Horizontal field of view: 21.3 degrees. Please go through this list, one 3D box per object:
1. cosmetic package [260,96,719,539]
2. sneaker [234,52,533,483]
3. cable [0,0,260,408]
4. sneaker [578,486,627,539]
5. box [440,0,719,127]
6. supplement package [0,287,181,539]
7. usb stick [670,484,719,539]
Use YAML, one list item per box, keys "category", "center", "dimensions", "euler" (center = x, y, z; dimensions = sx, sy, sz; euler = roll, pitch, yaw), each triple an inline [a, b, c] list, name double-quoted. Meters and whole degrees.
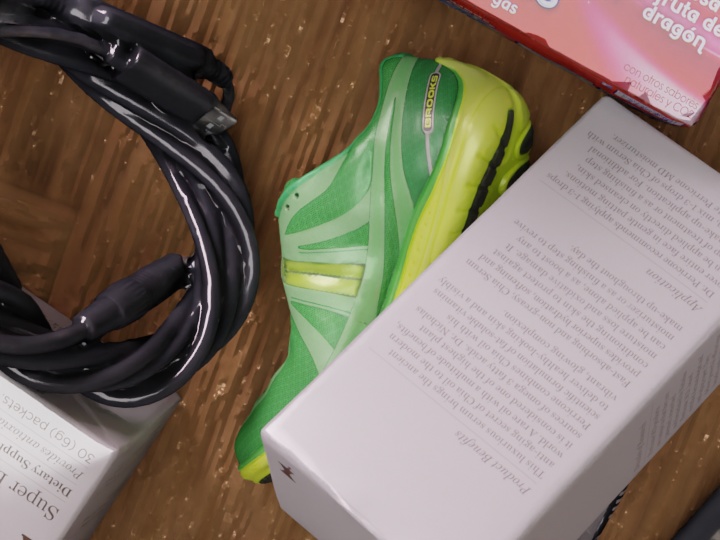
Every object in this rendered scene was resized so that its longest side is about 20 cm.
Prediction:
- category: "cosmetic package"
  center: [0.068, 0.039, 0.737]
  dimensions: [0.101, 0.071, 0.200]
  euler: [39, 70, 23]
- category: "sneaker"
  center: [0.000, 0.000, 0.805]
  dimensions: [0.083, 0.074, 0.200]
  euler: [35, 104, 26]
- category: "cable"
  center: [-0.125, -0.034, 0.747]
  dimensions: [0.051, 0.200, 0.164]
  euler: [-12, 67, 44]
- category: "sneaker"
  center: [0.065, 0.113, 0.781]
  dimensions: [0.075, 0.115, 0.201]
  euler: [21, 99, 3]
- category: "box"
  center: [0.064, -0.143, 0.755]
  dimensions: [0.200, 0.100, 0.096]
  euler: [29, 96, 2]
- category: "supplement package"
  center: [-0.187, 0.111, 0.804]
  dimensions: [0.121, 0.120, 0.200]
  euler: [33, 100, 1]
- category: "usb stick"
  center: [0.146, 0.137, 0.812]
  dimensions: [0.200, 0.033, 0.055]
  euler: [-50, 58, 10]
